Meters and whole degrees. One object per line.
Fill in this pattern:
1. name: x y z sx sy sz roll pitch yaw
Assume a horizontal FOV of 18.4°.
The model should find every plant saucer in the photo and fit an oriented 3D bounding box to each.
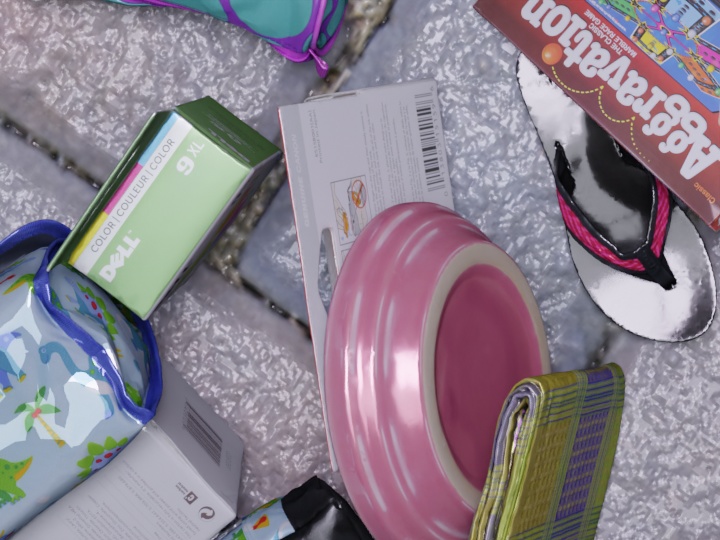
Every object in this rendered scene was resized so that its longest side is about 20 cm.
1. plant saucer: 0.052 0.061 1.231 0.050 0.200 0.203 -4 96 31

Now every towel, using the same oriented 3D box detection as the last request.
1. towel: 0.104 0.122 1.237 0.023 0.200 0.145 15 97 21

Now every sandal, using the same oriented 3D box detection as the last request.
1. sandal: 0.145 -0.046 1.290 0.075 0.045 0.201 -25 93 6

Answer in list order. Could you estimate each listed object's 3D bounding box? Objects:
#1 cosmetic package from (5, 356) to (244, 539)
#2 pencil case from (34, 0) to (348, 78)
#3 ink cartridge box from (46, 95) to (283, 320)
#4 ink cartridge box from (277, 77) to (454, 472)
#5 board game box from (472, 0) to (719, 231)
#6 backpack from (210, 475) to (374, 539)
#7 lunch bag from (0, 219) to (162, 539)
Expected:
1. cosmetic package: -0.165 0.155 1.288 0.200 0.113 0.081 -39 104 10
2. pencil case: -0.104 -0.181 1.279 0.198 0.085 0.093 13 81 4
3. ink cartridge box: -0.105 -0.036 1.233 0.059 0.200 0.104 37 98 -1
4. ink cartridge box: 0.000 0.000 1.243 0.043 0.173 0.202 -5 95 33
5. board game box: 0.164 -0.125 1.254 0.103 0.019 0.200 -48 65 8
6. backpack: -0.072 0.227 1.289 0.199 0.154 0.164 -37 111 -10
7. lunch bag: -0.205 0.064 1.251 0.169 0.200 0.128 -36 100 6
